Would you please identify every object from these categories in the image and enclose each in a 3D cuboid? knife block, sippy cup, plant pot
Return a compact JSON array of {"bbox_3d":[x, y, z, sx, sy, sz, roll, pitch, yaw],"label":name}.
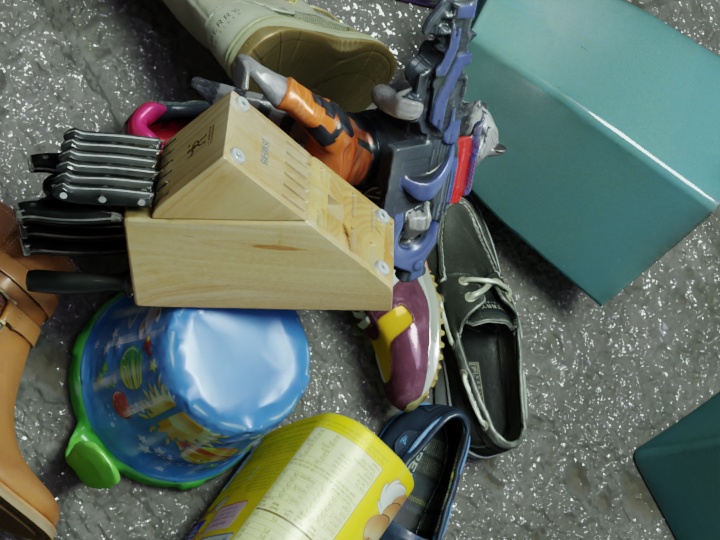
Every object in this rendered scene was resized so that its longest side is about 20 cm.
[{"bbox_3d":[-0.101,-0.015,1.086,0.200,0.175,0.064,37,34,-28],"label":"knife block"},{"bbox_3d":[-0.099,0.062,1.147,0.139,0.130,0.178,19,70,-22],"label":"sippy cup"},{"bbox_3d":[0.331,0.148,1.311,0.141,0.200,0.142,-29,93,-30],"label":"plant pot"},{"bbox_3d":[0.147,-0.110,1.295,0.200,0.141,0.141,35,48,-7],"label":"plant pot"}]

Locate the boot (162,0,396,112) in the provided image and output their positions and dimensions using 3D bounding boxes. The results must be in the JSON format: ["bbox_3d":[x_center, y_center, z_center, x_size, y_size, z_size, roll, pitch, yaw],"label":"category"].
[{"bbox_3d":[-0.069,-0.174,1.244,0.155,0.072,0.200,44,16,22],"label":"boot"}]

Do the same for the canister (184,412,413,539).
[{"bbox_3d":[-0.067,0.190,1.124,0.087,0.148,0.200,44,61,-12],"label":"canister"}]

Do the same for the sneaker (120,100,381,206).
[{"bbox_3d":[-0.057,-0.069,1.192,0.199,0.075,0.081,0,64,-6],"label":"sneaker"}]

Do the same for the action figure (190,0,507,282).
[{"bbox_3d":[0.003,-0.100,1.123,0.193,0.105,0.200,4,121,-25],"label":"action figure"}]

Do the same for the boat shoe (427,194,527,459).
[{"bbox_3d":[0.083,0.030,1.287,0.071,0.064,0.201,-6,80,-29],"label":"boat shoe"}]

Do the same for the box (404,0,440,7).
[{"bbox_3d":[0.001,-0.273,1.332,0.200,0.039,0.137,9,73,-26],"label":"box"}]

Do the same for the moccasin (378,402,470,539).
[{"bbox_3d":[0.017,0.175,1.214,0.080,0.068,0.200,24,70,-21],"label":"moccasin"}]

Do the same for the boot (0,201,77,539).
[{"bbox_3d":[-0.222,0.054,1.120,0.200,0.074,0.155,47,58,-13],"label":"boot"}]

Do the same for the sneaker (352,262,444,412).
[{"bbox_3d":[0.000,0.000,1.254,0.090,0.075,0.201,-1,72,-19],"label":"sneaker"}]
